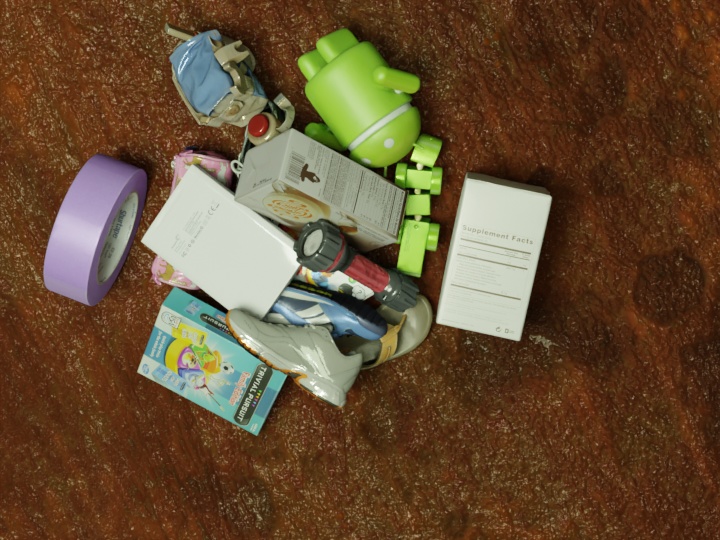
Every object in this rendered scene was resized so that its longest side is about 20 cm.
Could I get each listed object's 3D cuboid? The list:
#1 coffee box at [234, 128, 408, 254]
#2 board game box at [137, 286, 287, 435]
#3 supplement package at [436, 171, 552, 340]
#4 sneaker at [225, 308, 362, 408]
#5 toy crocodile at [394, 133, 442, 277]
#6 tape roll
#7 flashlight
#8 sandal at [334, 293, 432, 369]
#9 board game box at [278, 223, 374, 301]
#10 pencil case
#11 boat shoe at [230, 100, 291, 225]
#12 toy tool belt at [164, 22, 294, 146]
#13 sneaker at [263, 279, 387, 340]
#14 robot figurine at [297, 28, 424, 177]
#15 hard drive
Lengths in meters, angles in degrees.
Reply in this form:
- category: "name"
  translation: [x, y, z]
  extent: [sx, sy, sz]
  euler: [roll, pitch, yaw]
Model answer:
- category: "coffee box"
  translation: [-0.051, -0.100, 1.600]
  extent: [0.199, 0.114, 0.080]
  euler: [26, 65, -31]
- category: "board game box"
  translation: [-0.205, 0.131, 1.703]
  extent: [0.199, 0.047, 0.151]
  euler: [28, 131, 1]
- category: "supplement package"
  translation: [0.181, -0.023, 1.642]
  extent: [0.119, 0.121, 0.201]
  euler: [12, 100, 3]
- category: "sneaker"
  translation: [-0.087, 0.098, 1.611]
  extent: [0.199, 0.076, 0.092]
  euler: [34, 80, -8]
- category: "toy crocodile"
  translation: [0.080, -0.090, 1.676]
  extent: [0.067, 0.062, 0.202]
  euler: [5, 104, 6]
- category: "tape roll"
  translation: [-0.362, -0.056, 1.645]
  extent: [0.065, 0.200, 0.201]
  euler: [20, 100, 1]
- category: "flashlight"
  translation: [0.000, 0.000, 1.619]
  extent: [0.068, 0.068, 0.199]
  euler: [-19, 143, 41]
- category: "sandal"
  translation: [0.015, 0.101, 1.710]
  extent: [0.199, 0.054, 0.081]
  euler: [-25, 96, 8]
- category: "board game box"
  translation: [-0.076, -0.025, 1.708]
  extent: [0.126, 0.035, 0.201]
  euler: [-31, 95, 9]
- category: "pencil case"
  translation: [-0.238, -0.071, 1.692]
  extent: [0.086, 0.083, 0.201]
  euler: [16, 101, 15]
- category: "boat shoe"
  translation: [-0.140, -0.136, 1.654]
  extent: [0.073, 0.068, 0.201]
  euler: [13, 86, 17]
- category: "toy tool belt"
  translation: [-0.188, -0.249, 1.601]
  extent: [0.125, 0.123, 0.200]
  euler: [-44, 58, 11]
- category: "sneaker"
  translation: [-0.059, 0.069, 1.670]
  extent: [0.199, 0.074, 0.083]
  euler: [16, 100, 11]
- category: "robot figurine"
  translation: [0.004, -0.227, 1.625]
  extent: [0.175, 0.116, 0.201]
  euler: [-34, 92, 38]
- category: "hard drive"
  translation: [-0.184, -0.032, 1.632]
  extent: [0.200, 0.025, 0.132]
  euler: [37, 103, 4]
